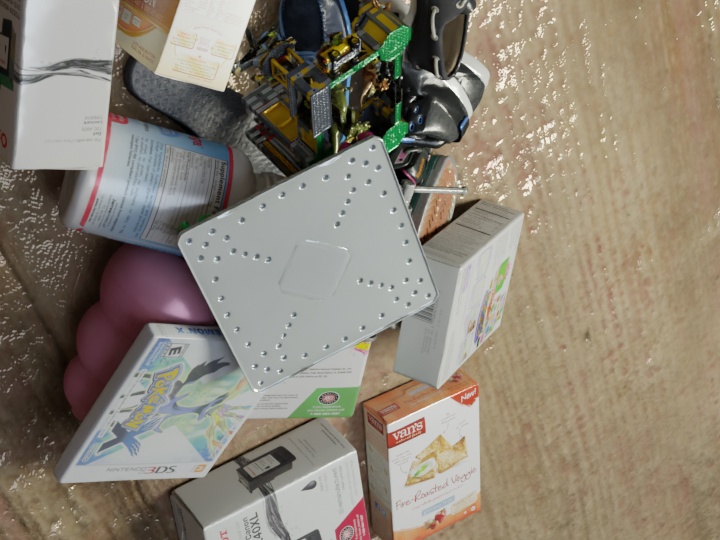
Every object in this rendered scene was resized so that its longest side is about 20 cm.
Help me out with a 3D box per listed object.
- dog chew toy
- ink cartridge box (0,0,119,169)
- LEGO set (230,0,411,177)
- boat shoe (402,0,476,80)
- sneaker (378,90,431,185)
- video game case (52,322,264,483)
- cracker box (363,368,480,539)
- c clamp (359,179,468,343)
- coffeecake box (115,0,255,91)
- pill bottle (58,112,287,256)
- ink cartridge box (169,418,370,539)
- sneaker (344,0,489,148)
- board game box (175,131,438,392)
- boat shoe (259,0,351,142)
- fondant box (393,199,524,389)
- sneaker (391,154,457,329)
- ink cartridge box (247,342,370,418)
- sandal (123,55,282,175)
[{"bbox_3d":[-0.216,0.063,1.352,0.124,0.125,0.201,25,108,-42],"label":"dog chew toy"},{"bbox_3d":[-0.263,-0.198,1.145,0.084,0.146,0.202,-5,117,-32],"label":"ink cartridge box"},{"bbox_3d":[-0.039,-0.172,1.265,0.154,0.116,0.200,-40,156,-13],"label":"LEGO set"},{"bbox_3d":[0.076,-0.245,1.250,0.074,0.060,0.201,-49,165,-32],"label":"boat shoe"},{"bbox_3d":[0.046,-0.123,1.452,0.201,0.086,0.080,-52,134,0],"label":"sneaker"},{"bbox_3d":[-0.176,0.131,1.350,0.181,0.022,0.201,6,129,-46],"label":"video game case"},{"bbox_3d":[0.077,0.227,1.694,0.133,0.058,0.202,-22,125,-25],"label":"cracker box"},{"bbox_3d":[0.000,0.000,1.330,0.170,0.027,0.201,8,115,-31],"label":"c clamp"},{"bbox_3d":[-0.144,-0.276,1.182,0.073,0.153,0.201,10,109,-38],"label":"coffeecake box"},{"bbox_3d":[-0.166,-0.070,1.279,0.198,0.109,0.110,14,107,-21],"label":"pill bottle"},{"bbox_3d":[-0.099,0.278,1.578,0.199,0.083,0.146,-25,127,-23],"label":"ink cartridge box"},{"bbox_3d":[0.034,-0.190,1.370,0.199,0.073,0.113,28,72,-25],"label":"sneaker"},{"bbox_3d":[-0.045,-0.006,1.272,0.199,0.026,0.201,-27,128,-5],"label":"board game box"},{"bbox_3d":[-0.049,-0.192,1.345,0.068,0.084,0.202,-30,128,-33],"label":"boat shoe"},{"bbox_3d":[0.110,0.022,1.538,0.200,0.058,0.146,-35,140,-58],"label":"fondant box"},{"bbox_3d":[0.039,-0.039,1.511,0.201,0.079,0.071,-67,151,-14],"label":"sneaker"},{"bbox_3d":[-0.065,0.050,1.427,0.143,0.084,0.201,1,127,-17],"label":"ink cartridge box"},{"bbox_3d":[-0.144,-0.149,1.338,0.200,0.043,0.076,43,80,-33],"label":"sandal"}]
